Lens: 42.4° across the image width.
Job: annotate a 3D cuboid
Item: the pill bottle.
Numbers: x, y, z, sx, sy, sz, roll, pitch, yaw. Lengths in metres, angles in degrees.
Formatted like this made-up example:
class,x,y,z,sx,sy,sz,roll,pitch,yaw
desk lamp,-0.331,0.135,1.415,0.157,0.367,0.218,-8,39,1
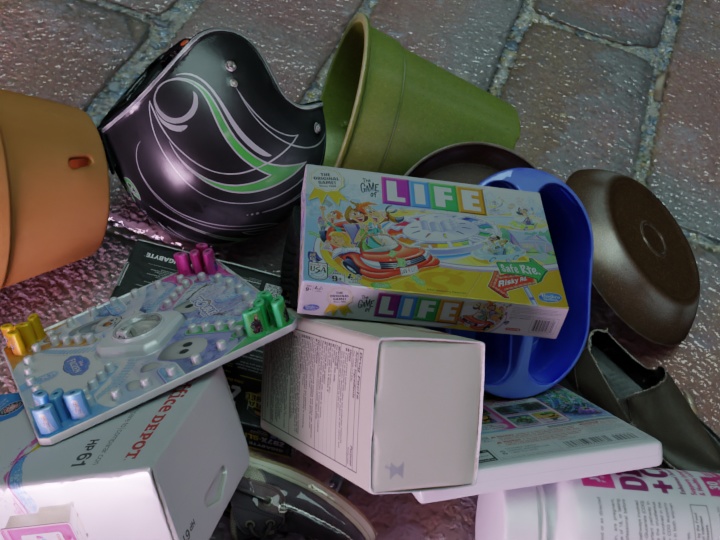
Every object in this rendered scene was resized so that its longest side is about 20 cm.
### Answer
class,x,y,z,sx,sy,sz,roll,pitch,yaw
pill bottle,0.197,0.212,0.737,0.197,0.114,0.115,6,50,-6

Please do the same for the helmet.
class,x,y,z,sx,sy,sz,roll,pitch,yaw
helmet,-0.133,-0.121,0.895,0.191,0.199,0.201,46,47,-22

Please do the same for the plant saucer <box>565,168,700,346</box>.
class,x,y,z,sx,sy,sz,roll,pitch,yaw
plant saucer,0.283,-0.024,0.933,0.199,0.037,0.203,25,47,-29

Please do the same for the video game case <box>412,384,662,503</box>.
class,x,y,z,sx,sy,sz,roll,pitch,yaw
video game case,0.114,0.136,0.767,0.197,0.024,0.182,-6,9,-14

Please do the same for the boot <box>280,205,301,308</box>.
class,x,y,z,sx,sy,sz,roll,pitch,yaw
boot,0.000,0.000,0.815,0.129,0.071,0.200,8,19,-12

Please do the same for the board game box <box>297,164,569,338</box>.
class,x,y,z,sx,sy,sz,roll,pitch,yaw
board game box,0.051,-0.017,0.720,0.197,0.035,0.136,6,43,-8

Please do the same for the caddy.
class,x,y,z,sx,sy,sz,roll,pitch,yaw
caddy,0.135,0.010,0.835,0.139,0.105,0.204,1,93,-16

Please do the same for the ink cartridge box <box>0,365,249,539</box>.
class,x,y,z,sx,sy,sz,roll,pitch,yaw
ink cartridge box,-0.195,0.145,0.659,0.197,0.086,0.145,-8,20,13

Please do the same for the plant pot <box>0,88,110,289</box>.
class,x,y,z,sx,sy,sz,roll,pitch,yaw
plant pot,-0.316,-0.074,0.836,0.138,0.201,0.201,-7,51,-36

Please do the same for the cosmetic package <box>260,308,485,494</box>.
class,x,y,z,sx,sy,sz,roll,pitch,yaw
cosmetic package,0.001,0.088,0.687,0.086,0.199,0.105,3,93,-26

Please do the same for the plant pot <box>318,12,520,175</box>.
class,x,y,z,sx,sy,sz,roll,pitch,yaw
plant pot,0.057,-0.138,0.966,0.187,0.201,0.202,15,49,-16

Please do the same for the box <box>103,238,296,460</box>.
class,x,y,z,sx,sy,sz,roll,pitch,yaw
box,-0.135,0.067,0.835,0.197,0.050,0.161,14,53,0

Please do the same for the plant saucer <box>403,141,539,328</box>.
class,x,y,z,sx,sy,sz,roll,pitch,yaw
plant saucer,0.106,-0.021,0.898,0.197,0.034,0.204,-1,95,-14

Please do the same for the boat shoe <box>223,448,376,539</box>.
class,x,y,z,sx,sy,sz,roll,pitch,yaw
boat shoe,-0.084,0.185,0.739,0.198,0.072,0.065,25,57,13

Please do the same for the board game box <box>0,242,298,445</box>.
class,x,y,z,sx,sy,sz,roll,pitch,yaw
board game box,-0.175,0.044,0.728,0.198,0.026,0.199,-25,24,-21

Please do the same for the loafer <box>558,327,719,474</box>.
class,x,y,z,sx,sy,sz,roll,pitch,yaw
loafer,0.262,0.130,0.844,0.199,0.071,0.073,39,55,20
